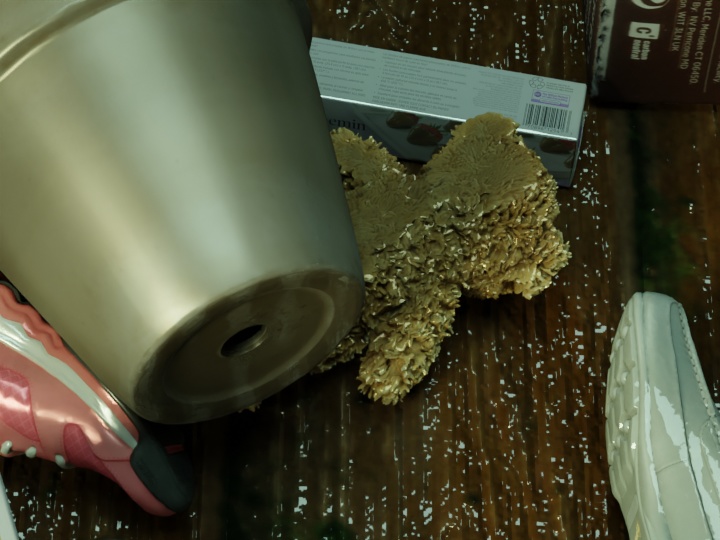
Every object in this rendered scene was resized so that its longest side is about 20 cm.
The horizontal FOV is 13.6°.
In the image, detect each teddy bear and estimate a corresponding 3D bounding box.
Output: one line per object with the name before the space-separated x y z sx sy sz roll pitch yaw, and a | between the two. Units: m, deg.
teddy bear | 0.000 0.000 1.443 0.200 0.067 0.145 -36 54 -18

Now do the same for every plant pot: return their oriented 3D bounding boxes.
plant pot | -0.087 -0.033 1.343 0.199 0.200 0.174 -21 64 -17

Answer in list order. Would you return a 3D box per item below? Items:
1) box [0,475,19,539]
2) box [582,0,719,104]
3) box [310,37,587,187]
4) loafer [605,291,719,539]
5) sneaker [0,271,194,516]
box | -0.178 0.183 1.211 0.112 0.101 0.201 -16 93 -14
box | 0.198 -0.209 1.531 0.163 0.166 0.201 1 54 -1
box | 0.014 -0.084 1.510 0.199 0.039 0.042 9 53 4
loafer | 0.154 0.101 1.370 0.069 0.070 0.201 -1 62 -10
sneaker | -0.162 0.059 1.394 0.200 0.074 0.087 40 94 14
